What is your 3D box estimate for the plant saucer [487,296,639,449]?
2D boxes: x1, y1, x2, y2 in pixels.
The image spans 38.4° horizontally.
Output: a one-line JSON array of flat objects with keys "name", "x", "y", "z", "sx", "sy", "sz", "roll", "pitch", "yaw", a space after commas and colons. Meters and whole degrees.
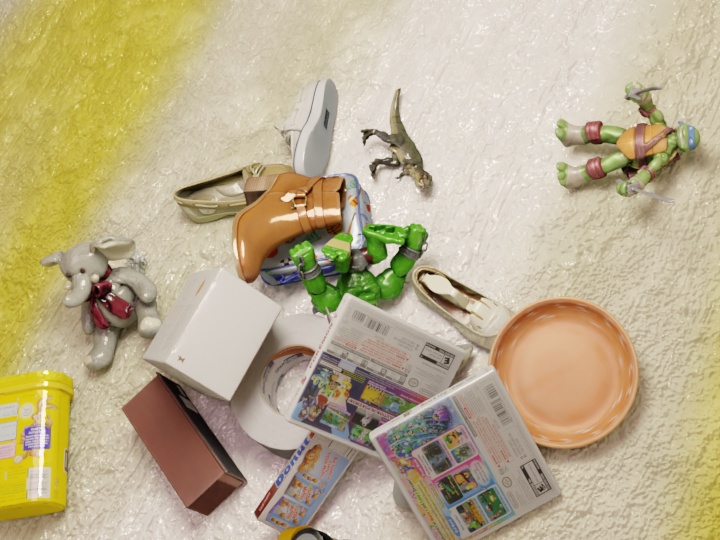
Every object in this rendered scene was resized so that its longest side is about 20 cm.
[{"name": "plant saucer", "x": 0.269, "y": 0.137, "z": 1.380, "sx": 0.198, "sy": 0.037, "sz": 0.203, "roll": -4, "pitch": 77, "yaw": 16}]

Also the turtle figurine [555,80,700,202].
[{"name": "turtle figurine", "x": 0.358, "y": -0.180, "z": 1.433, "sx": 0.192, "sy": 0.145, "sz": 0.200, "roll": -7, "pitch": 20, "yaw": 35}]

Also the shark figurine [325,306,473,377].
[{"name": "shark figurine", "x": 0.037, "y": 0.131, "z": 1.442, "sx": 0.090, "sy": 0.212, "sz": 0.129, "roll": -130, "pitch": 58, "yaw": -66}]

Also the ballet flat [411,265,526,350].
[{"name": "ballet flat", "x": 0.150, "y": 0.054, "z": 1.458, "sx": 0.199, "sy": 0.062, "sz": 0.068, "roll": 29, "pitch": 78, "yaw": 27}]

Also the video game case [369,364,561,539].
[{"name": "video game case", "x": 0.135, "y": 0.247, "z": 1.325, "sx": 0.181, "sy": 0.024, "sz": 0.201, "roll": -29, "pitch": 106, "yaw": 4}]

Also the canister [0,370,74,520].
[{"name": "canister", "x": -0.513, "y": 0.267, "z": 1.574, "sx": 0.147, "sy": 0.087, "sz": 0.202, "roll": -11, "pitch": 65, "yaw": 14}]

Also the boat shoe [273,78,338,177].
[{"name": "boat shoe", "x": -0.097, "y": -0.224, "z": 1.658, "sx": 0.085, "sy": 0.075, "sz": 0.204, "roll": -6, "pitch": 55, "yaw": 24}]

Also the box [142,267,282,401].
[{"name": "box", "x": -0.216, "y": 0.091, "z": 1.479, "sx": 0.106, "sy": 0.200, "sz": 0.153, "roll": 33, "pitch": 77, "yaw": -16}]

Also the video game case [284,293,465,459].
[{"name": "video game case", "x": 0.022, "y": 0.150, "z": 1.375, "sx": 0.184, "sy": 0.199, "sz": 0.023, "roll": -63, "pitch": 26, "yaw": 2}]

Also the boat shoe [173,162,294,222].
[{"name": "boat shoe", "x": -0.200, "y": -0.131, "z": 1.660, "sx": 0.198, "sy": 0.063, "sz": 0.074, "roll": -12, "pitch": 63, "yaw": 14}]

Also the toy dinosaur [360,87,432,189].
[{"name": "toy dinosaur", "x": 0.050, "y": -0.193, "z": 1.616, "sx": 0.087, "sy": 0.048, "sz": 0.202, "roll": -15, "pitch": 61, "yaw": -5}]

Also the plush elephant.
[{"name": "plush elephant", "x": -0.402, "y": 0.024, "z": 1.593, "sx": 0.164, "sy": 0.154, "sz": 0.202, "roll": -23, "pitch": 52, "yaw": 31}]

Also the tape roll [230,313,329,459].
[{"name": "tape roll", "x": -0.086, "y": 0.167, "z": 1.486, "sx": 0.198, "sy": 0.066, "sz": 0.202, "roll": -7, "pitch": 65, "yaw": 15}]

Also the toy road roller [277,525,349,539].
[{"name": "toy road roller", "x": -0.074, "y": 0.433, "z": 1.335, "sx": 0.145, "sy": 0.123, "sz": 0.202, "roll": -16, "pitch": 61, "yaw": 28}]

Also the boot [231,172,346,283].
[{"name": "boot", "x": -0.101, "y": -0.066, "z": 1.495, "sx": 0.153, "sy": 0.074, "sz": 0.202, "roll": 0, "pitch": 56, "yaw": 9}]

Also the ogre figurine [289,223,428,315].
[{"name": "ogre figurine", "x": 0.000, "y": 0.000, "z": 1.478, "sx": 0.199, "sy": 0.121, "sz": 0.098, "roll": -26, "pitch": 44, "yaw": -33}]

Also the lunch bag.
[{"name": "lunch bag", "x": -0.080, "y": -0.058, "z": 1.582, "sx": 0.198, "sy": 0.076, "sz": 0.162, "roll": -12, "pitch": 66, "yaw": 13}]

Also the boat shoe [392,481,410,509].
[{"name": "boat shoe", "x": 0.119, "y": 0.244, "z": 1.375, "sx": 0.201, "sy": 0.063, "sz": 0.071, "roll": -54, "pitch": 35, "yaw": 17}]

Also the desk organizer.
[{"name": "desk organizer", "x": -0.258, "y": 0.251, "z": 1.503, "sx": 0.077, "sy": 0.072, "sz": 0.200, "roll": -42, "pitch": 60, "yaw": 0}]

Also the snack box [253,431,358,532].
[{"name": "snack box", "x": -0.060, "y": 0.267, "z": 1.405, "sx": 0.201, "sy": 0.072, "sz": 0.024, "roll": -55, "pitch": 27, "yaw": 4}]
